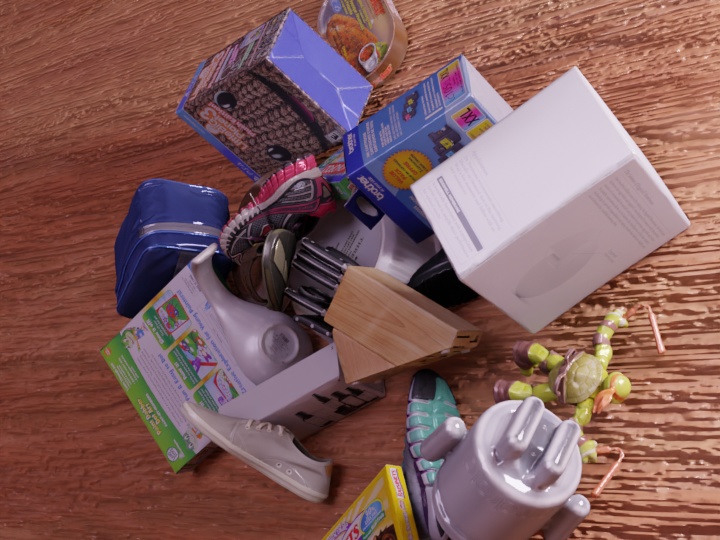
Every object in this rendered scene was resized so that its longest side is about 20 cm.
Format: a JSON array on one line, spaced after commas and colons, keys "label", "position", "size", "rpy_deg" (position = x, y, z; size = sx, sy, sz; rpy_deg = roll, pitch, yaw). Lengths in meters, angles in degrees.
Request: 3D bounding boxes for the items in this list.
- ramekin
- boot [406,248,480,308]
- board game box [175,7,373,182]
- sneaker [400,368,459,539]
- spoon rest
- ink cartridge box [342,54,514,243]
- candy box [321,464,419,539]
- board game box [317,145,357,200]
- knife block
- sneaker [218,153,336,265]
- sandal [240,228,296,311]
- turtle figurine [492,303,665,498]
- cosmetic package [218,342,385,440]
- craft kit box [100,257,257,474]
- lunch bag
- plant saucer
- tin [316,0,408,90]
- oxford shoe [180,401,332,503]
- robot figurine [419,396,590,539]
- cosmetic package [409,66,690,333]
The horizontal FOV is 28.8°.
[{"label": "ramekin", "position": [0.000, 0.000, 1.668], "size": [0.202, 0.094, 0.203], "rpy_deg": [-25, 51, 36]}, {"label": "boot", "position": [0.128, -0.063, 1.586], "size": [0.198, 0.073, 0.163], "rpy_deg": [-29, 51, 23]}, {"label": "board game box", "position": [-0.114, -0.224, 1.841], "size": [0.200, 0.159, 0.097], "rpy_deg": [-22, 37, 45]}, {"label": "sneaker", "position": [0.059, 0.205, 1.506], "size": [0.087, 0.074, 0.201], "rpy_deg": [-32, 48, 37]}, {"label": "spoon rest", "position": [-0.137, 0.060, 1.723], "size": [0.099, 0.200, 0.061], "rpy_deg": [-40, 3, -28]}, {"label": "ink cartridge box", "position": [0.073, -0.120, 1.524], "size": [0.199, 0.136, 0.077], "rpy_deg": [-31, 39, 24]}, {"label": "candy box", "position": [-0.002, 0.306, 1.504], "size": [0.200, 0.026, 0.103], "rpy_deg": [-54, 34, 37]}, {"label": "board game box", "position": [0.004, -0.137, 1.698], "size": [0.134, 0.029, 0.200], "rpy_deg": [-40, 13, -12]}, {"label": "knife block", "position": [0.016, 0.028, 1.533], "size": [0.199, 0.064, 0.177], "rpy_deg": [-21, 78, 29]}, {"label": "sneaker", "position": [-0.102, -0.056, 1.672], "size": [0.075, 0.080, 0.200], "rpy_deg": [56, 139, 8]}, {"label": "sandal", "position": [-0.110, 0.005, 1.612], "size": [0.201, 0.057, 0.080], "rpy_deg": [112, 171, -75]}, {"label": "turtle figurine", "position": [0.208, 0.120, 1.399], "size": [0.161, 0.064, 0.201], "rpy_deg": [1, 69, 47]}, {"label": "cosmetic package", "position": [-0.072, 0.157, 1.663], "size": [0.200, 0.082, 0.051], "rpy_deg": [-31, 48, 32]}, {"label": "craft kit box", "position": [-0.215, 0.122, 1.799], "size": [0.197, 0.048, 0.200], "rpy_deg": [-41, 72, 19]}, {"label": "lunch bag", "position": [-0.257, -0.009, 1.890], "size": [0.200, 0.135, 0.133], "rpy_deg": [120, 151, -46]}, {"label": "plant saucer", "position": [-0.126, -0.036, 1.810], "size": [0.200, 0.036, 0.202], "rpy_deg": [-175, 90, -65]}, {"label": "tin", "position": [0.003, -0.324, 1.898], "size": [0.112, 0.042, 0.201], "rpy_deg": [-44, 43, 25]}, {"label": "oxford shoe", "position": [-0.116, 0.198, 1.627], "size": [0.058, 0.199, 0.075], "rpy_deg": [-61, -3, 1]}, {"label": "robot figurine", "position": [0.138, 0.202, 1.355], "size": [0.113, 0.169, 0.200], "rpy_deg": [-51, -7, -39]}, {"label": "cosmetic package", "position": [0.190, -0.064, 1.381], "size": [0.200, 0.199, 0.123], "rpy_deg": [-34, 60, 13]}]
